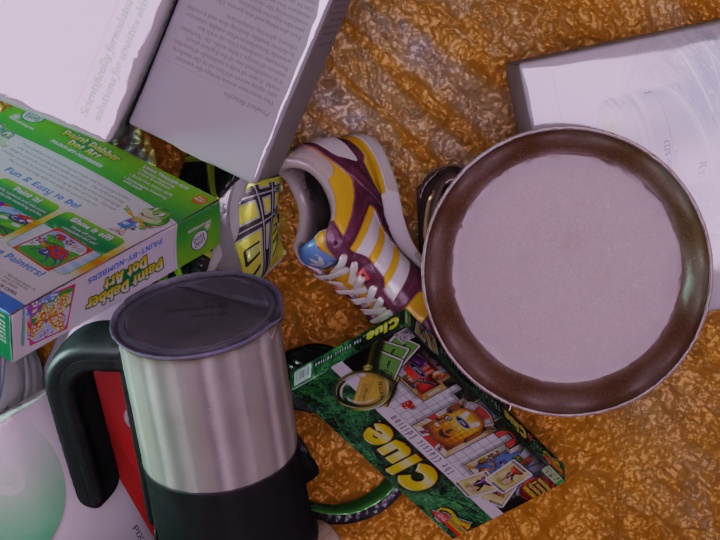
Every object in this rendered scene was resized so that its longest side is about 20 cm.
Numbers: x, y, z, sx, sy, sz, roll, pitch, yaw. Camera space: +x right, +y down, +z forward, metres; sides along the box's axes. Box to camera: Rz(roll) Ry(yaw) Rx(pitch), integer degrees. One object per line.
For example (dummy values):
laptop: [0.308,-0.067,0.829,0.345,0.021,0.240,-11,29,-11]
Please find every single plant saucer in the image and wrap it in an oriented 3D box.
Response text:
plant saucer: [0.142,0.000,1.518,0.199,0.032,0.201,1,98,7]

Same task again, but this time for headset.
headset: [-0.046,0.110,1.610,0.200,0.094,0.124,30,93,-15]

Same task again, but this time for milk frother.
milk frother: [-0.127,0.132,1.457,0.180,0.200,0.189,-7,117,3]

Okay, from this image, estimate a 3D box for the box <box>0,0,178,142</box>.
box: [-0.221,-0.217,1.536,0.199,0.171,0.200,23,94,-3]

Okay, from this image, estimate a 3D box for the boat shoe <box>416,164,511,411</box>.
boat shoe: [0.078,0.023,1.621,0.071,0.060,0.201,-6,95,0]

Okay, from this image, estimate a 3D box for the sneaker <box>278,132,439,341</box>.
sneaker: [0.000,0.000,1.585,0.090,0.075,0.201,-16,76,-40]

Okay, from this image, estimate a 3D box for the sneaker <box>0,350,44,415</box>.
sneaker: [-0.288,0.016,1.593,0.074,0.087,0.201,-24,85,9]

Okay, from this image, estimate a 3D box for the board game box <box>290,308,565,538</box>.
board game box: [0.050,0.114,1.587,0.105,0.024,0.200,-29,126,25]

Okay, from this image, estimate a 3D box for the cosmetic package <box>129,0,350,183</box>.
cosmetic package: [-0.070,-0.173,1.515,0.101,0.071,0.201,26,102,8]

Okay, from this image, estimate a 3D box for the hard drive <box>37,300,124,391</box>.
hard drive: [-0.168,0.081,1.638,0.131,0.026,0.201,24,94,-3]

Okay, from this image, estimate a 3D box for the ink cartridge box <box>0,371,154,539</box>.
ink cartridge box: [-0.190,0.156,1.576,0.200,0.050,0.161,-31,101,-11]

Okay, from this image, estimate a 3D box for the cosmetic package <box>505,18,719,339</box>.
cosmetic package: [0.223,-0.072,1.586,0.199,0.123,0.200,-12,96,2]

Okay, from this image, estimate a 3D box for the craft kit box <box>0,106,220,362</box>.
craft kit box: [-0.234,-0.033,1.509,0.200,0.197,0.049,27,133,31]

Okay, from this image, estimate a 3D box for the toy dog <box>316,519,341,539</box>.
toy dog: [-0.086,0.245,1.605,0.096,0.132,0.200,51,123,34]

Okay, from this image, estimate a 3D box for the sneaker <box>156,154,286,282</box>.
sneaker: [-0.090,-0.041,1.605,0.076,0.075,0.201,30,73,-36]
